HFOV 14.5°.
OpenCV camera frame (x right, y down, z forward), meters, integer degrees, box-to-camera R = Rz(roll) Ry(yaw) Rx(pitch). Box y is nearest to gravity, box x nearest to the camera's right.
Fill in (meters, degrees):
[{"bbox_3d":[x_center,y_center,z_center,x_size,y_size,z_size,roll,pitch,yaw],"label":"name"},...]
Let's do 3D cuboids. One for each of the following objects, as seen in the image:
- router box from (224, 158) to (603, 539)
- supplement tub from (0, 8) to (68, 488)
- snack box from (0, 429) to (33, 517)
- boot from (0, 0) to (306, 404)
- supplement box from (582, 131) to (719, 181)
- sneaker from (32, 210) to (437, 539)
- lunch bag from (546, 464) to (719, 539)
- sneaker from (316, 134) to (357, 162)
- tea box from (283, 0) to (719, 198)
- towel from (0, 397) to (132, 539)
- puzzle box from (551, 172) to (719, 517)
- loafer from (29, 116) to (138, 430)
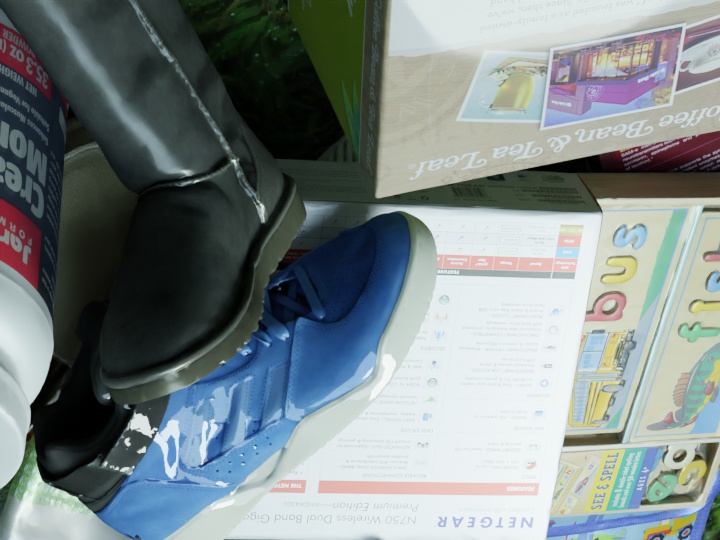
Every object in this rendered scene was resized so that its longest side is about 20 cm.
[{"bbox_3d":[0.002,0.040,1.346,0.200,0.049,0.180,3,114,-14],"label":"router box"},{"bbox_3d":[-0.197,-0.012,1.194,0.140,0.200,0.140,-1,145,0],"label":"supplement tub"},{"bbox_3d":[-0.183,0.116,1.464,0.142,0.053,0.200,-42,136,17],"label":"snack box"},{"bbox_3d":[-0.104,-0.067,1.174,0.072,0.182,0.200,-15,117,21],"label":"boot"},{"bbox_3d":[0.150,-0.108,1.381,0.109,0.061,0.200,-23,140,-1],"label":"supplement box"},{"bbox_3d":[-0.063,0.036,1.258,0.111,0.077,0.200,32,111,-32],"label":"sneaker"},{"bbox_3d":[0.122,0.105,1.553,0.150,0.094,0.200,-4,141,-21],"label":"lunch bag"},{"bbox_3d":[0.000,0.000,1.407,0.200,0.074,0.082,-48,137,12],"label":"sneaker"},{"bbox_3d":[0.072,-0.156,1.192,0.200,0.197,0.134,-12,138,-15],"label":"tea box"},{"bbox_3d":[-0.099,0.090,1.431,0.149,0.031,0.200,15,102,-43],"label":"towel"},{"bbox_3d":[0.141,0.039,1.442,0.133,0.025,0.200,-2,124,-24],"label":"puzzle box"},{"bbox_3d":[-0.152,0.021,1.329,0.076,0.068,0.200,27,94,-37],"label":"loafer"}]
